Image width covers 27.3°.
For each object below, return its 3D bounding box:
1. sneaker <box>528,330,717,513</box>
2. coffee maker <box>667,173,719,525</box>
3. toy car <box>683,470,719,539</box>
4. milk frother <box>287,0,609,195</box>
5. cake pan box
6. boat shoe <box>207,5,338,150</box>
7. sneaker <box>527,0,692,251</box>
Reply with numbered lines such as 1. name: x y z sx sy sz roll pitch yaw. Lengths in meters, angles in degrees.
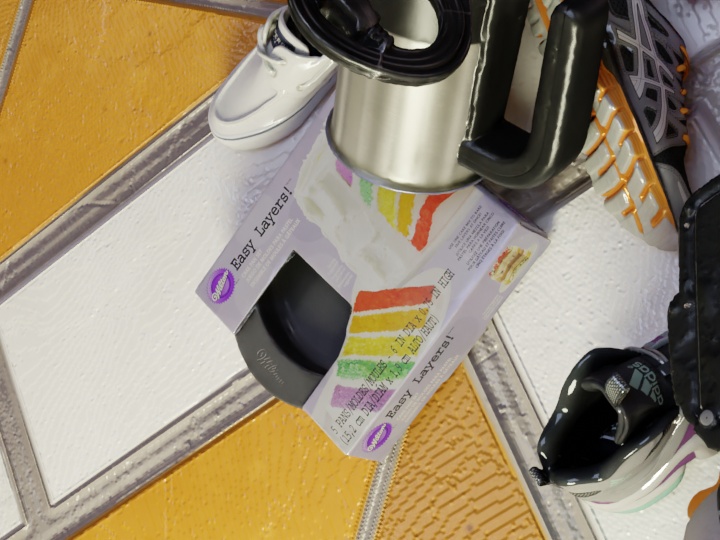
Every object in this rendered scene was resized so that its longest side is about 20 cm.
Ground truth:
1. sneaker: 0.175 0.059 0.815 0.200 0.140 0.078 -49 58 14
2. coffee maker: 0.246 0.060 0.721 0.134 0.199 0.193 12 80 51
3. toy car: 0.202 0.182 0.785 0.176 0.184 0.201 -23 39 27
4. milk frother: 0.024 -0.124 0.863 0.181 0.199 0.189 49 146 37
5. cake pan box: 0.000 0.000 0.997 0.200 0.052 0.184 -53 56 12
6. boat shoe: -0.043 -0.162 1.049 0.200 0.065 0.074 -39 62 19
7. sneaker: 0.168 -0.110 0.901 0.077 0.078 0.201 -17 82 -13
